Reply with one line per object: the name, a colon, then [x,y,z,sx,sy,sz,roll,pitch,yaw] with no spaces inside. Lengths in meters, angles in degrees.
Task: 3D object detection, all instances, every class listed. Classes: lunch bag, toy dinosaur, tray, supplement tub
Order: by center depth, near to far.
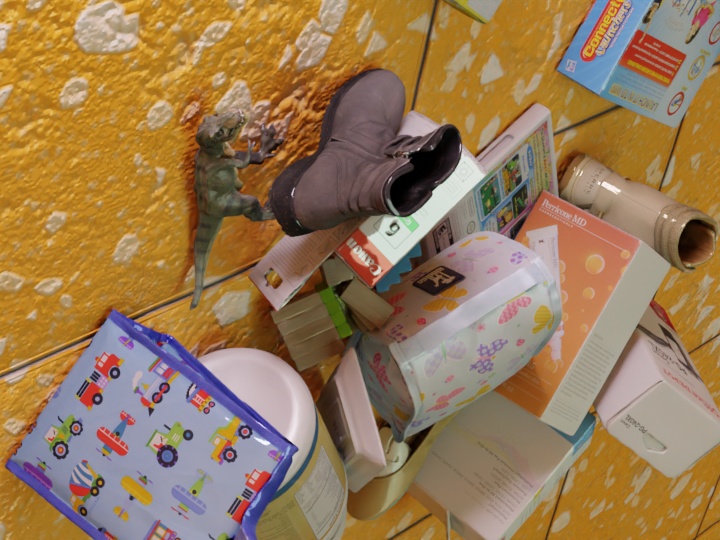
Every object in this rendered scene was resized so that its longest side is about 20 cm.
lunch bag: [-0.149,0.152,1.363,0.151,0.200,0.094,-55,150,2]
toy dinosaur: [-0.097,-0.063,1.381,0.088,0.047,0.200,-26,143,-33]
supplement tub: [-0.091,0.172,1.524,0.145,0.145,0.200,-45,150,-16]
tray: [-0.014,0.139,1.583,0.022,0.108,0.200,-15,169,-11]
lunch bag: [0.083,0.053,1.609,0.169,0.127,0.200,-32,171,-12]

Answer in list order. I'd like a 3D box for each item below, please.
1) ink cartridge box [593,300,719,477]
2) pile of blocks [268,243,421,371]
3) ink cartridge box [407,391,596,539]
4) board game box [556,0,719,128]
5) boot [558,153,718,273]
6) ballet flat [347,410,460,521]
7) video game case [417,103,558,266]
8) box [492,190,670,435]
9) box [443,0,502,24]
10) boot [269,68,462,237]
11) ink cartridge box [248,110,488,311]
ink cartridge box: [0.293,0.102,1.884,0.083,0.200,0.145,-40,132,17]
pile of blocks: [0.000,0.000,1.547,0.200,0.082,0.062,-49,-170,0]
ink cartridge box: [0.138,0.207,1.880,0.200,0.125,0.129,-48,166,-11]
board game box: [0.302,-0.252,1.743,0.200,0.056,0.196,11,112,-58]
boot: [0.302,-0.043,1.853,0.073,0.155,0.200,-58,151,-7]
ballet flat: [0.043,0.162,1.796,0.200,0.069,0.063,-52,143,-23]
video game case: [0.128,-0.042,1.742,0.182,0.024,0.200,-43,148,-20]
box: [0.197,0.043,1.766,0.200,0.124,0.097,-60,149,0]
box: [0.075,-0.280,1.400,0.118,0.048,0.200,-57,153,6]
boot: [0.027,-0.095,1.385,0.070,0.131,0.200,58,42,-29]
ink cartridge box: [0.004,-0.037,1.454,0.200,0.109,0.050,-45,113,0]
